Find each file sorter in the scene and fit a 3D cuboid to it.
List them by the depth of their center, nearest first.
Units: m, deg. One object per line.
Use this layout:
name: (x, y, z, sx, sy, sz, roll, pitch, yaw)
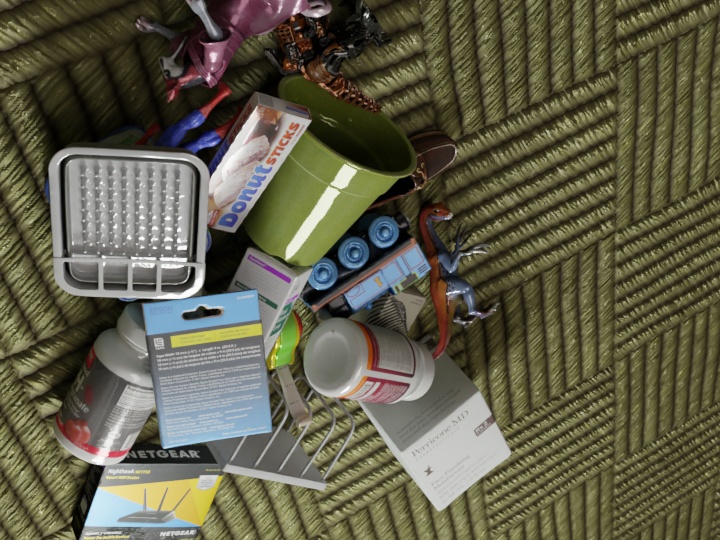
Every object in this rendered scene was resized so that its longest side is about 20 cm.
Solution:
file sorter: (-0.126, 0.225, 1.456, 0.199, 0.139, 0.125, 23, 105, -42)

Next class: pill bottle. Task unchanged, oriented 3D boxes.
pill bottle: (-0.319, 0.148, 1.290, 0.110, 0.111, 0.201, 19, 109, -41)
pill bottle: (0.018, 0.135, 1.399, 0.199, 0.110, 0.110, 18, 111, -52)

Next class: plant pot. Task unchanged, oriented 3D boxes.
plant pot: (-0.059, -0.113, 1.241, 0.198, 0.201, 0.191, 10, 127, -38)

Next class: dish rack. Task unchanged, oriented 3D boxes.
dish rack: (-0.257, -0.059, 1.086, 0.169, 0.044, 0.202, 2, 129, -11)

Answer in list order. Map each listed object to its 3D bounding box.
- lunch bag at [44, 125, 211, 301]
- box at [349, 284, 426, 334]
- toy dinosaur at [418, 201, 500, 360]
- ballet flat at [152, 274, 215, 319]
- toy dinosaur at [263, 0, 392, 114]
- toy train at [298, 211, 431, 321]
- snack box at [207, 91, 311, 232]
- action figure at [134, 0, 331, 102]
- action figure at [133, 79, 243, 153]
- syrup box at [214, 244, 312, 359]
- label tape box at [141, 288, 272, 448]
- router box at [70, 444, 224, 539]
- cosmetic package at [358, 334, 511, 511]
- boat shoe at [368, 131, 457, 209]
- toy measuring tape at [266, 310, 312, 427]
lunch bag: (-0.277, -0.068, 1.191, 0.160, 0.076, 0.201, -36, 133, -10)
box: (0.014, 0.102, 1.508, 0.082, 0.068, 0.201, 13, 113, -40)
toy dinosaur: (0.130, -0.002, 1.457, 0.200, 0.105, 0.182, -44, 96, -22)
ballet flat: (-0.219, 0.039, 1.247, 0.071, 0.072, 0.200, -36, 169, -6)
toy dinosaur: (-0.040, -0.277, 1.193, 0.135, 0.103, 0.200, -38, 140, 10)
toy train: (0.000, 0.000, 1.394, 0.199, 0.087, 0.115, -34, 104, -9)
snack box: (-0.136, -0.122, 1.135, 0.071, 0.025, 0.200, 10, 136, -33)
action figure: (-0.154, -0.267, 1.084, 0.148, 0.134, 0.201, 34, 86, -33)
action figure: (-0.221, -0.134, 1.111, 0.200, 0.052, 0.066, -40, 128, -4)
syrup box: (-0.147, 0.067, 1.300, 0.201, 0.081, 0.079, -61, 174, 14)
label tape box: (-0.192, 0.112, 1.218, 0.142, 0.063, 0.202, -7, 112, -10)
router box: (-0.319, 0.336, 1.464, 0.198, 0.051, 0.150, 8, 115, -37)
cosmetic package: (0.122, 0.254, 1.621, 0.164, 0.165, 0.201, -37, 134, -6)
boat shoe: (0.059, -0.134, 1.370, 0.198, 0.070, 0.071, -26, 131, -17)
toy measuring tape: (-0.104, 0.116, 1.363, 0.073, 0.202, 0.074, -20, 166, -5)
